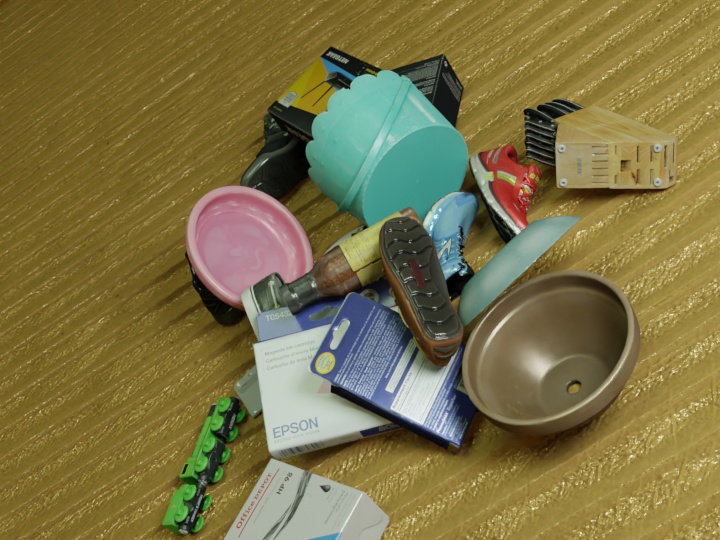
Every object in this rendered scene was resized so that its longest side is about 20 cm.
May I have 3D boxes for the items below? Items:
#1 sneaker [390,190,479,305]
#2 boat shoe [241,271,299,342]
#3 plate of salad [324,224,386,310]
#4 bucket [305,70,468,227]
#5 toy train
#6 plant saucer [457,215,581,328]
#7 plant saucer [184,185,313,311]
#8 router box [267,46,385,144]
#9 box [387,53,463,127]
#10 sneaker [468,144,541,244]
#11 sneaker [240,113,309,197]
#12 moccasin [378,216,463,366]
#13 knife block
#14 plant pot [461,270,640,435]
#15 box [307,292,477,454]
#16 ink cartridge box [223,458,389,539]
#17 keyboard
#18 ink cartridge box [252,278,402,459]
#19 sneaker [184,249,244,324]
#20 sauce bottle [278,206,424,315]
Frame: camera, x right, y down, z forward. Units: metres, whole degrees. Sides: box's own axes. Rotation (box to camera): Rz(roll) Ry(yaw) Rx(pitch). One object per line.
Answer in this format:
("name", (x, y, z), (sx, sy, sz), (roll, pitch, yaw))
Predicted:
("sneaker", (0.118, -0.009, 1.432), (0.089, 0.078, 0.201), (12, 69, 34))
("boat shoe", (-0.091, 0.093, 1.440), (0.063, 0.071, 0.201), (-34, 68, 15))
("plate of salad", (0.000, 0.000, 1.525), (0.199, 0.048, 0.201), (-23, 41, 22))
("bucket", (0.039, -0.153, 1.500), (0.207, 0.207, 0.135), (-42, 51, -4))
("toy train", (-0.207, 0.256, 1.453), (0.056, 0.042, 0.201), (-17, 43, 41))
("plant saucer", (0.175, -0.006, 1.293), (0.201, 0.039, 0.201), (-43, -6, -5))
("plant saucer", (-0.165, -0.025, 1.587), (0.051, 0.199, 0.202), (-42, 27, 46))
("router box", (-0.033, -0.251, 1.668), (0.149, 0.051, 0.200), (-46, 41, -8))
("box", (0.047, -0.236, 1.691), (0.199, 0.079, 0.142), (-11, 44, 31))
("sneaker", (0.202, -0.105, 1.446), (0.084, 0.077, 0.201), (-24, 42, 7))
("sneaker", (-0.136, -0.193, 1.792), (0.114, 0.076, 0.200), (17, 62, 49))
("moccasin", (0.070, 0.021, 1.302), (0.073, 0.078, 0.202), (-16, 56, -16))
("knife block", (0.307, -0.172, 1.421), (0.198, 0.064, 0.176), (1, 32, 15))
("plant pot", (0.219, 0.106, 1.208), (0.200, 0.093, 0.202), (-21, 42, 20))
("box", (0.049, 0.117, 1.296), (0.199, 0.032, 0.122), (26, 65, 8))
("ink cartridge box", (-0.078, 0.298, 1.284), (0.199, 0.067, 0.116), (9, 60, 44))
("keyboard", (-0.089, 0.113, 1.480), (0.200, 0.011, 0.056), (-44, 68, 11))
("ink cartridge box", (-0.032, 0.113, 1.359), (0.195, 0.043, 0.202), (-16, 65, 7))
("sneaker", (-0.194, -0.030, 1.661), (0.076, 0.114, 0.200), (-1, 50, 36))
("sauce bottle", (-0.009, -0.009, 1.391), (0.199, 0.066, 0.066), (-27, 39, -3))
